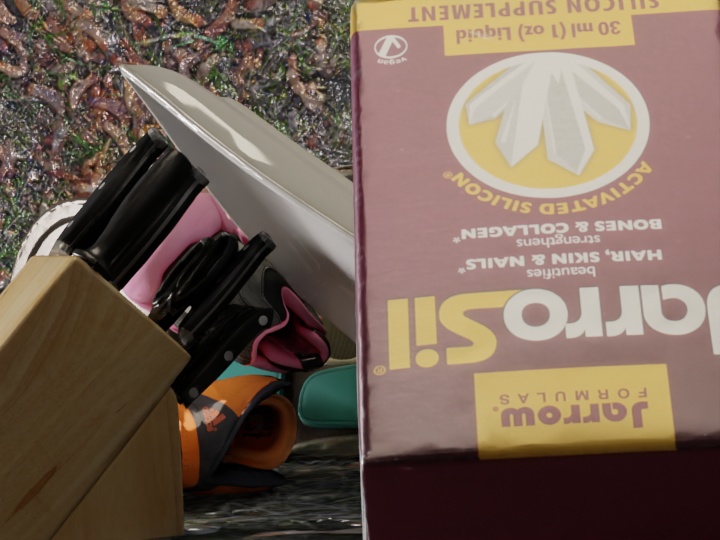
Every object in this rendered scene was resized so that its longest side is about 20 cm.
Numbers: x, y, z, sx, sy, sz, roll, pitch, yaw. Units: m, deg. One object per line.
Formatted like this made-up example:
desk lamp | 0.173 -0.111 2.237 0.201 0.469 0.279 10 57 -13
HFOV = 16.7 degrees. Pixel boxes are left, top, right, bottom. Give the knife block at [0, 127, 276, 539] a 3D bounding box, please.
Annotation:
knife block | -0.134 0.030 1.044 0.199 0.177 0.064 -5 2 -24

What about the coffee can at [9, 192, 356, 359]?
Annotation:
coffee can | -0.101 0.023 1.558 0.146 0.147 0.199 -2 3 42

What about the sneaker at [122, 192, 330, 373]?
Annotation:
sneaker | -0.052 0.023 1.260 0.095 0.079 0.200 38 5 13

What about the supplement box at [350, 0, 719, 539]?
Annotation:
supplement box | 0.062 0.010 0.798 0.130 0.201 0.104 -3 -41 1

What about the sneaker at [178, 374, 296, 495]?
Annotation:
sneaker | -0.087 0.078 1.229 0.111 0.078 0.200 0 13 -1

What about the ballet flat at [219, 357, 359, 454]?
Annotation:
ballet flat | -0.026 0.079 1.332 0.199 0.068 0.062 2 -23 35

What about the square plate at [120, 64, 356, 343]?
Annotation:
square plate | 0.000 0.000 1.080 0.198 0.028 0.200 36 -11 39

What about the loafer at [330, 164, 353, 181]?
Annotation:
loafer | 0.040 -0.046 1.238 0.073 0.073 0.199 -25 -16 40

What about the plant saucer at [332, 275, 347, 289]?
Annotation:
plant saucer | 0.083 0.001 1.232 0.199 0.037 0.200 -14 -10 -3
